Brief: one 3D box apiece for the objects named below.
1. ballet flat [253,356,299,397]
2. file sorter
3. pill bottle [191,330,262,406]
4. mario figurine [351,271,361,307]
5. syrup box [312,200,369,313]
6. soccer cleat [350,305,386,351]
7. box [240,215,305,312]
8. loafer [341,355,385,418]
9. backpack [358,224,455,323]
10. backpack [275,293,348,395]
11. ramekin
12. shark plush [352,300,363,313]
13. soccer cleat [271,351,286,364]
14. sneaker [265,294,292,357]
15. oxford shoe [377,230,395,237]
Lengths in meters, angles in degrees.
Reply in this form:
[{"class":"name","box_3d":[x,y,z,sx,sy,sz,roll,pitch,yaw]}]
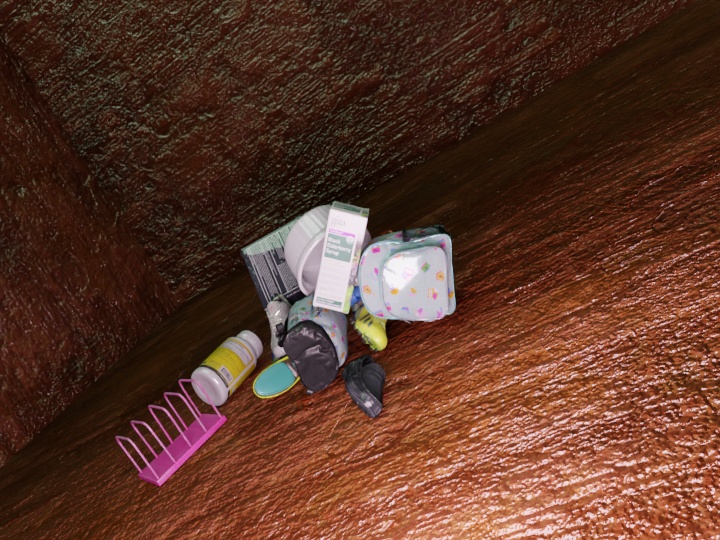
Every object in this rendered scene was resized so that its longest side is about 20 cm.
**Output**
[{"class":"ballet flat","box_3d":[-0.162,0.228,1.268,0.198,0.067,0.067,-36,-7,-25]},{"class":"file sorter","box_3d":[-0.438,0.362,1.267,0.137,0.128,0.200,-15,22,50]},{"class":"pill bottle","box_3d":[-0.349,0.253,1.471,0.110,0.114,0.200,-21,17,37]},{"class":"mario figurine","box_3d":[0.030,-0.007,1.232,0.198,0.106,0.125,-36,31,23]},{"class":"syrup box","box_3d":[-0.039,-0.028,1.117,0.076,0.206,0.082,12,19,0]},{"class":"soccer cleat","box_3d":[0.029,0.111,1.171,0.083,0.066,0.200,-36,13,-3]},{"class":"box","box_3d":[-0.193,-0.001,1.508,0.194,0.204,0.124,-28,-25,0]},{"class":"loafer","box_3d":[0.011,0.192,0.956,0.070,0.069,0.201,-41,10,-1]},{"class":"backpack","box_3d":[0.089,0.012,1.097,0.193,0.182,0.154,-4,17,11]},{"class":"backpack","box_3d":[-0.095,0.137,1.179,0.123,0.171,0.201,-18,23,7]},{"class":"ramekin","box_3d":[-0.079,-0.047,1.249,0.198,0.203,0.098,-35,55,-14]},{"class":"shark plush","box_3d":[0.011,0.016,1.444,0.089,0.084,0.204,-19,38,32]},{"class":"soccer cleat","box_3d":[-0.128,0.185,1.357,0.196,0.065,0.085,-28,41,2]},{"class":"sneaker","box_3d":[-0.198,0.128,1.332,0.076,0.101,0.201,-28,25,5]},{"class":"oxford shoe","box_3d":[0.076,-0.043,1.476,0.071,0.072,0.202,-18,-27,-23]}]
